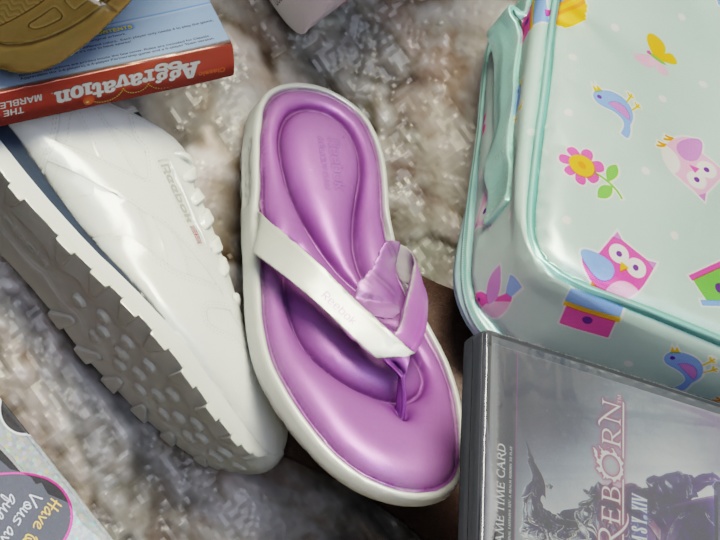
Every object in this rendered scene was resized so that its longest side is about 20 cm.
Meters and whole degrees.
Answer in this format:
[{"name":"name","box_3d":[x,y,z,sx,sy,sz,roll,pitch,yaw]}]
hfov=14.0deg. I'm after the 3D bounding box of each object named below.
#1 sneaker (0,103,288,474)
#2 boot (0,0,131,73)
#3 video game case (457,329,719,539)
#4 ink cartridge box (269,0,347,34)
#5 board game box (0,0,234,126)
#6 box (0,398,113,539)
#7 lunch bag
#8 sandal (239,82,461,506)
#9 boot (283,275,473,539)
[{"name":"sneaker","box_3d":[-0.086,-0.009,1.162,0.080,0.076,0.200,-40,94,-30]},{"name":"boot","box_3d":[-0.093,-0.169,1.149,0.072,0.155,0.200,28,93,-7]},{"name":"video game case","box_3d":[0.122,0.114,1.102,0.200,0.019,0.143,18,60,-30]},{"name":"ink cartridge box","box_3d":[0.042,-0.199,1.195,0.200,0.146,0.083,-38,91,-20]},{"name":"board game box","box_3d":[-0.159,-0.091,1.141,0.199,0.019,0.103,-13,44,-14]},{"name":"box","box_3d":[-0.180,0.107,1.039,0.132,0.200,0.115,-39,94,-20]},{"name":"lunch bag","box_3d":[0.119,-0.037,1.197,0.160,0.077,0.200,20,50,-13]},{"name":"sandal","box_3d":[-0.007,0.000,1.152,0.082,0.050,0.203,-1,53,-25]},{"name":"boot","box_3d":[0.044,0.104,1.189,0.166,0.072,0.201,19,72,-2]}]
